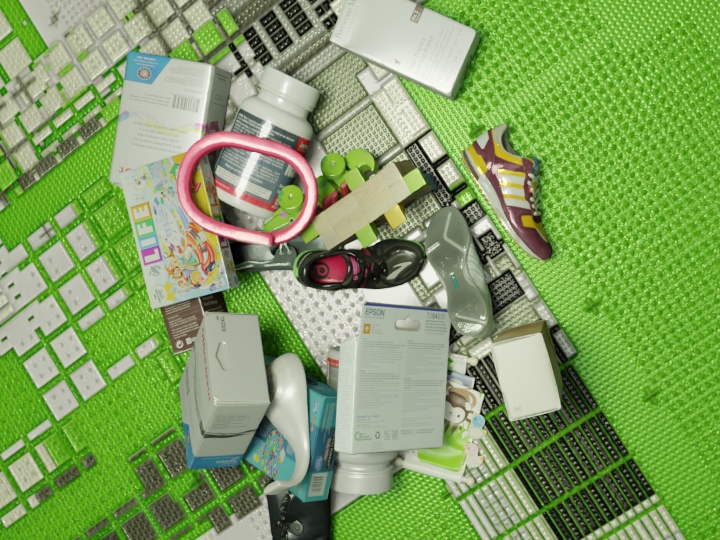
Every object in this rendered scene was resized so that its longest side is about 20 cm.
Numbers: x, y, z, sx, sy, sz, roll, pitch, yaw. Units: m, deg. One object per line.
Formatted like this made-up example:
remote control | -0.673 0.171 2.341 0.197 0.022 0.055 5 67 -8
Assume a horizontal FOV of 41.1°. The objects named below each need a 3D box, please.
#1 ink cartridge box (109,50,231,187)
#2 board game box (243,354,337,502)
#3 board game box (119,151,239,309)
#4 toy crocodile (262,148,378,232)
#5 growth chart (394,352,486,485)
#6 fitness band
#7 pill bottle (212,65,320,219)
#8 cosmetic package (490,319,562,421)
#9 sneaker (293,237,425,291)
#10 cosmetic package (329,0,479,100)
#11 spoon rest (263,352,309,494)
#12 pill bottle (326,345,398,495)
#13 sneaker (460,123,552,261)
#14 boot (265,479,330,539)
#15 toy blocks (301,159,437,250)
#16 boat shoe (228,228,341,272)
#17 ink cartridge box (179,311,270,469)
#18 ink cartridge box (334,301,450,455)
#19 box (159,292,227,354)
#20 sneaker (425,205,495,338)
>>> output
ink cartridge box | -0.290 -0.217 1.467 0.142 0.085 0.204 11 94 12
board game box | -0.109 0.226 1.411 0.199 0.046 0.154 20 101 49
board game box | -0.262 -0.059 1.385 0.132 0.034 0.204 -14 90 20
toy crocodile | -0.060 -0.108 1.406 0.199 0.068 0.062 -39 67 -10
growth chart | 0.118 0.214 1.432 0.142 0.018 0.204 4 94 12
fitness band | -0.156 -0.112 1.331 0.196 0.037 0.146 14 86 0
pill bottle | -0.137 -0.189 1.416 0.118 0.119 0.203 26 98 10
cosmetic package | 0.230 0.131 1.308 0.070 0.200 0.107 -15 90 12
sneaker | 0.000 0.000 1.402 0.196 0.084 0.078 -9 101 -2
cosmetic package | 0.064 -0.334 1.389 0.197 0.074 0.103 25 97 9
spoon rest | -0.104 0.213 1.340 0.099 0.060 0.203 -35 47 42
pill bottle | 0.005 0.216 1.407 0.112 0.114 0.204 2 93 12
sneaker | 0.228 -0.111 1.361 0.090 0.075 0.202 -36 86 17
boot | -0.054 0.401 1.448 0.196 0.076 0.172 4 97 19
toy blocks | 0.023 -0.097 1.382 0.198 0.136 0.101 -33 86 23
boat shoe | -0.124 -0.032 1.450 0.196 0.062 0.074 -8 89 12
ink cartridge box | -0.200 0.175 1.386 0.082 0.201 0.147 2 54 -21
ink cartridge box | 0.048 0.148 1.337 0.040 0.198 0.204 3 87 44
box | -0.266 0.016 1.466 0.074 0.100 0.204 -19 90 12
sneaker | 0.146 0.006 1.392 0.069 0.080 0.204 -19 70 20
